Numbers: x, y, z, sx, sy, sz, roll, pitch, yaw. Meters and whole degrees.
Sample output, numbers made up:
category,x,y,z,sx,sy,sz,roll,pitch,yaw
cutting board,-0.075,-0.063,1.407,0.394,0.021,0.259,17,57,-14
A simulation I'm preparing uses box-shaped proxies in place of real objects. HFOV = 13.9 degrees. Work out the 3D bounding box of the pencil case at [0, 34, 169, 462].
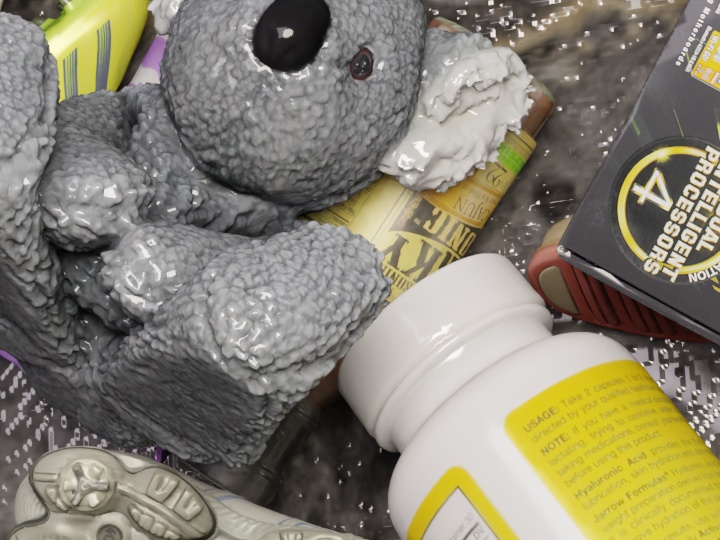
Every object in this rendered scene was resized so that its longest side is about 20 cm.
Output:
category,x,y,z,sx,sy,sz,roll,pitch,yaw
pencil case,-0.068,-0.031,1.172,0.085,0.084,0.200,29,89,-1

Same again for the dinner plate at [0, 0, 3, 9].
category,x,y,z,sx,sy,sz,roll,pitch,yaw
dinner plate,-0.187,-0.160,1.227,0.200,0.024,0.201,10,103,52

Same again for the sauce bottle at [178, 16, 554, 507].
category,x,y,z,sx,sy,sz,roll,pitch,yaw
sauce bottle,0.000,0.000,1.147,0.065,0.065,0.200,33,90,24

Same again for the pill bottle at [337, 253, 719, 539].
category,x,y,z,sx,sy,sz,roll,pitch,yaw
pill bottle,0.080,0.093,1.068,0.111,0.111,0.200,-40,68,6

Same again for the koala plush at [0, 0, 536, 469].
category,x,y,z,sx,sy,sz,roll,pitch,yaw
koala plush,-0.048,-0.046,1.069,0.177,0.184,0.200,32,68,8

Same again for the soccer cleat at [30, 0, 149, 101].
category,x,y,z,sx,sy,sz,roll,pitch,yaw
soccer cleat,-0.141,-0.034,1.217,0.084,0.065,0.200,37,86,-6

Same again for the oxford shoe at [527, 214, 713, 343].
category,x,y,z,sx,sy,sz,roll,pitch,yaw
oxford shoe,0.161,-0.023,1.102,0.199,0.071,0.075,-7,56,13

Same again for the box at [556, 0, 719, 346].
category,x,y,z,sx,sy,sz,roll,pitch,yaw
box,0.183,-0.056,1.020,0.161,0.049,0.200,30,101,7

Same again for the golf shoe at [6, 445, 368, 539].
category,x,y,z,sx,sy,sz,roll,pitch,yaw
golf shoe,-0.036,0.119,1.124,0.200,0.097,0.078,29,93,-4
